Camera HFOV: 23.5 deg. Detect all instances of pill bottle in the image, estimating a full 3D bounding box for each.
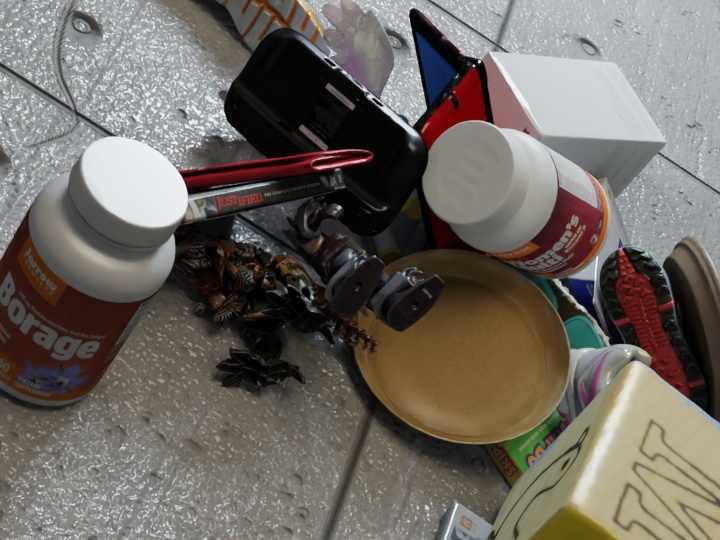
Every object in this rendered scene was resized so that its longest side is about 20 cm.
[{"bbox_3d":[-0.205,0.000,1.273,0.111,0.200,0.113,21,41,-20],"label":"pill bottle"},{"bbox_3d":[0.139,-0.063,1.546,0.199,0.109,0.110,21,35,-58],"label":"pill bottle"}]

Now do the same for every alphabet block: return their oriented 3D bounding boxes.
[{"bbox_3d":[0.211,0.233,1.348,0.196,0.196,0.200,36,37,1],"label":"alphabet block"}]

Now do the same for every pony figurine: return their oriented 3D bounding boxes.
[{"bbox_3d":[-0.015,-0.126,1.611,0.193,0.165,0.201,45,20,-49],"label":"pony figurine"}]

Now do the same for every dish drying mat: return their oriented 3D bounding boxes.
[{"bbox_3d":[-0.085,-0.086,1.475,0.076,0.199,0.018,-13,96,-45],"label":"dish drying mat"}]

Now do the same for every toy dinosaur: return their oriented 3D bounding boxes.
[{"bbox_3d":[-0.072,0.020,1.453,0.197,0.103,0.136,5,31,-11],"label":"toy dinosaur"}]

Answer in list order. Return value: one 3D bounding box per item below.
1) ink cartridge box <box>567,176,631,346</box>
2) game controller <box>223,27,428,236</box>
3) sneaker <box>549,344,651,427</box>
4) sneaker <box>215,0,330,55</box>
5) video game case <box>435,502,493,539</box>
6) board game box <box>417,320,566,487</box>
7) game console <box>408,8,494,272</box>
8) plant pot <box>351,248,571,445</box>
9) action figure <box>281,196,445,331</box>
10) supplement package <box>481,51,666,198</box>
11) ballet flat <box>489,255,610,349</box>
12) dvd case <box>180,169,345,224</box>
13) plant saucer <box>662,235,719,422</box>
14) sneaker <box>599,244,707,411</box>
[{"bbox_3d":[0.237,0.005,1.711,0.201,0.037,0.095,-78,149,-50],"label":"ink cartridge box"},{"bbox_3d":[-0.032,-0.122,1.510,0.200,0.105,0.042,41,8,20],"label":"game controller"},{"bbox_3d":[0.226,0.151,1.508,0.081,0.088,0.202,6,64,-39],"label":"sneaker"},{"bbox_3d":[-0.103,-0.281,1.732,0.200,0.078,0.077,43,30,4],"label":"sneaker"},{"bbox_3d":[0.122,0.303,1.378,0.181,0.023,0.201,33,39,-6],"label":"video game case"},{"bbox_3d":[0.135,0.123,1.560,0.095,0.030,0.201,-13,59,-44],"label":"board game box"},{"bbox_3d":[0.066,-0.111,1.630,0.118,0.201,0.173,17,51,30],"label":"game console"},{"bbox_3d":[0.087,0.071,1.531,0.197,0.028,0.202,6,54,-9],"label":"plant pot"},{"bbox_3d":[0.000,0.000,1.443,0.129,0.070,0.200,33,3,-19],"label":"action figure"},{"bbox_3d":[0.194,-0.140,1.787,0.198,0.117,0.118,-1,53,-43],"label":"supplement package"},{"bbox_3d":[0.191,0.054,1.646,0.071,0.072,0.201,-6,58,-41],"label":"ballet flat"},{"bbox_3d":[-0.131,-0.055,1.444,0.199,0.145,0.022,-16,98,-44],"label":"dvd case"},{"bbox_3d":[0.326,0.068,1.661,0.029,0.201,0.202,-12,52,-2],"label":"plant saucer"},{"bbox_3d":[0.287,0.071,1.653,0.095,0.078,0.203,-20,98,-71],"label":"sneaker"}]
